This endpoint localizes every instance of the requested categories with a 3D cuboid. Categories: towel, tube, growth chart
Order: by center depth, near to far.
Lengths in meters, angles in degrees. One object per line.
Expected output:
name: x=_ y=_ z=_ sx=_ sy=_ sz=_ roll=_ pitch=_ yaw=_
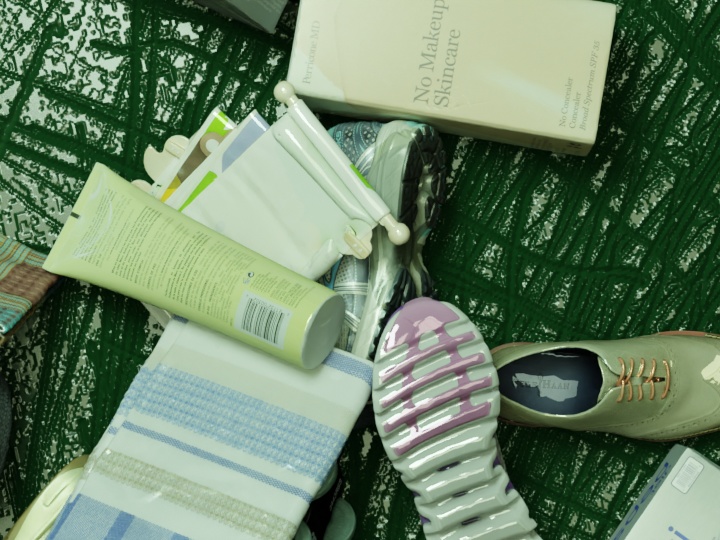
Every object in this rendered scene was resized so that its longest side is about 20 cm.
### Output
towel: x=-0.090 y=0.115 z=1.387 sx=0.146 sy=0.024 sz=0.201 roll=18 pitch=60 yaw=20
tube: x=-0.103 y=0.000 z=1.424 sx=0.199 sy=0.058 sz=0.052 roll=23 pitch=131 yaw=23
towel: x=-0.292 y=-0.019 z=1.432 sx=0.199 sy=0.147 sz=0.022 roll=23 pitch=110 yaw=2
growth chart: x=-0.079 y=-0.029 z=1.441 sx=0.200 sy=0.018 sz=0.145 roll=-35 pitch=88 yaw=30

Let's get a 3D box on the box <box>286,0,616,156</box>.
box: x=0.057 y=-0.136 z=1.455 sx=0.198 sy=0.078 sz=0.096 roll=8 pitch=88 yaw=2

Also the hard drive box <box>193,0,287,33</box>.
hard drive box: x=-0.088 y=-0.275 z=1.444 sx=0.155 sy=0.077 sz=0.201 roll=24 pitch=87 yaw=24

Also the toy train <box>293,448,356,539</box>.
toy train: x=-0.077 y=0.179 z=1.405 sx=0.113 sy=0.085 sz=0.201 roll=7 pitch=53 yaw=21

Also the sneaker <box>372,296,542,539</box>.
sneaker: x=0.054 y=0.110 z=1.428 sx=0.080 sy=0.089 sz=0.201 roll=-17 pitch=104 yaw=-2

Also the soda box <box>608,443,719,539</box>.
soda box: x=0.172 y=0.209 z=1.441 sx=0.063 sy=0.068 sz=0.201 roll=34 pitch=89 yaw=2

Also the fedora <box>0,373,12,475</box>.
fedora: x=-0.281 y=0.116 z=1.434 sx=0.091 sy=0.200 sz=0.202 roll=23 pitch=88 yaw=-28

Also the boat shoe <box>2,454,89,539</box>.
boat shoe: x=-0.217 y=0.213 z=1.454 sx=0.063 sy=0.073 sz=0.201 roll=38 pitch=82 yaw=8

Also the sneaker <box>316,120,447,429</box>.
sneaker: x=0.000 y=0.000 z=1.464 sx=0.086 sy=0.077 sz=0.202 roll=13 pitch=96 yaw=31

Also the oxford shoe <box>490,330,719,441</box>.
oxford shoe: x=0.172 y=0.075 z=1.443 sx=0.198 sy=0.074 sz=0.071 roll=-4 pitch=87 yaw=2
